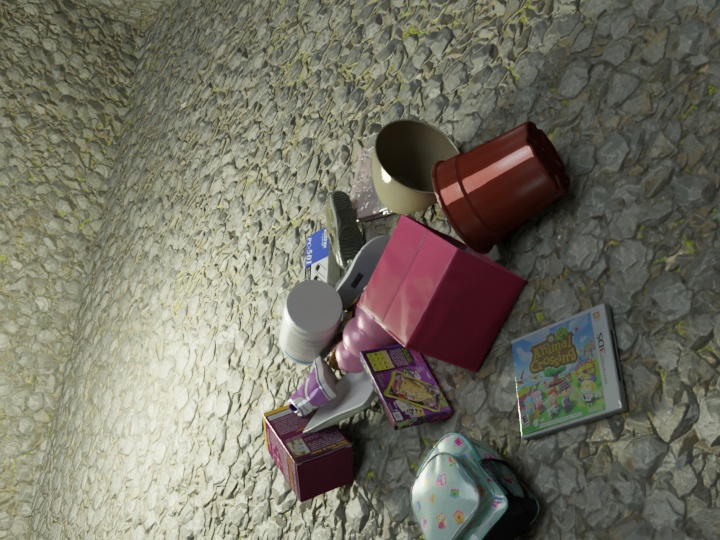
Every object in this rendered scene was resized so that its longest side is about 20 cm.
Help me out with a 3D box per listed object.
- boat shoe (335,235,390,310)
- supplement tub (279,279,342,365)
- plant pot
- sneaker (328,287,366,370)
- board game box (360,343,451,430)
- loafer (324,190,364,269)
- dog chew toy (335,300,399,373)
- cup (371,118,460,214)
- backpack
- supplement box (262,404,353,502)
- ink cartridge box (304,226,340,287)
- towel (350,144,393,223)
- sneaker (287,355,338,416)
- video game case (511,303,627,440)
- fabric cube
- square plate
[{"bbox_3d":[0.002,0.002,1.844,0.200,0.073,0.068,-59,17,5],"label":"boat shoe"},{"bbox_3d":[-0.114,0.121,1.814,0.200,0.130,0.133,111,163,-61],"label":"supplement tub"},{"bbox_3d":[0.268,-0.164,1.494,0.194,0.200,0.202,-30,49,30],"label":"plant pot"},{"bbox_3d":[-0.010,0.131,1.800,0.201,0.074,0.090,-57,20,15],"label":"sneaker"},{"bbox_3d":[0.086,0.223,1.577,0.201,0.119,0.033,-118,22,-48],"label":"board game box"},{"bbox_3d":[-0.043,-0.091,1.942,0.070,0.074,0.202,-37,57,55],"label":"loafer"},{"bbox_3d":[0.021,0.136,1.696,0.201,0.124,0.125,-52,38,19],"label":"dog chew toy"},{"bbox_3d":[0.105,-0.206,1.743,0.144,0.198,0.202,118,153,-54],"label":"cup"},{"bbox_3d":[0.174,0.378,1.350,0.177,0.152,0.200,-59,29,20],"label":"backpack"},{"bbox_3d":[-0.113,0.377,1.718,0.200,0.130,0.104,41,140,54],"label":"supplement box"},{"bbox_3d":[-0.095,-0.005,1.996,0.094,0.044,0.202,-25,52,41],"label":"ink cartridge box"},{"bbox_3d":[0.043,-0.220,1.943,0.190,0.032,0.202,-10,63,51],"label":"towel"},{"bbox_3d":[-0.112,0.256,1.762,0.114,0.073,0.201,-37,6,5],"label":"sneaker"},{"bbox_3d":[0.343,0.171,1.344,0.199,0.022,0.184,-30,50,41],"label":"video game case"},{"bbox_3d":[0.150,0.042,1.520,0.200,0.195,0.201,38,104,53],"label":"fabric cube"},{"bbox_3d":[-0.011,0.256,1.685,0.199,0.029,0.198,-32,11,39],"label":"square plate"}]
